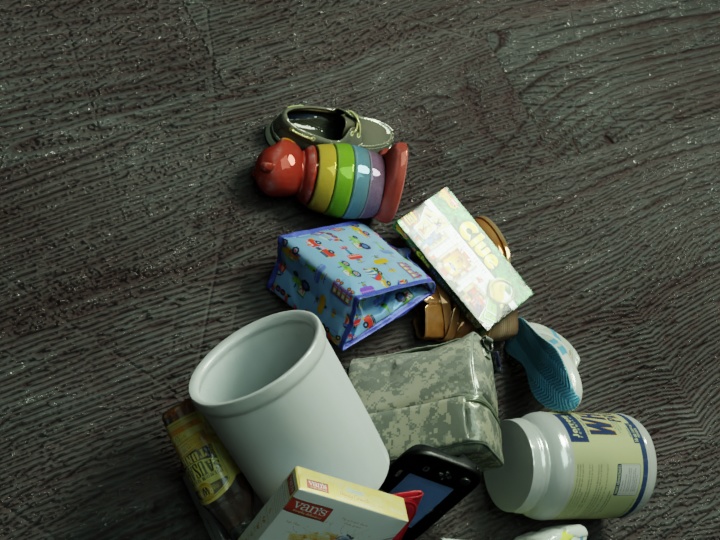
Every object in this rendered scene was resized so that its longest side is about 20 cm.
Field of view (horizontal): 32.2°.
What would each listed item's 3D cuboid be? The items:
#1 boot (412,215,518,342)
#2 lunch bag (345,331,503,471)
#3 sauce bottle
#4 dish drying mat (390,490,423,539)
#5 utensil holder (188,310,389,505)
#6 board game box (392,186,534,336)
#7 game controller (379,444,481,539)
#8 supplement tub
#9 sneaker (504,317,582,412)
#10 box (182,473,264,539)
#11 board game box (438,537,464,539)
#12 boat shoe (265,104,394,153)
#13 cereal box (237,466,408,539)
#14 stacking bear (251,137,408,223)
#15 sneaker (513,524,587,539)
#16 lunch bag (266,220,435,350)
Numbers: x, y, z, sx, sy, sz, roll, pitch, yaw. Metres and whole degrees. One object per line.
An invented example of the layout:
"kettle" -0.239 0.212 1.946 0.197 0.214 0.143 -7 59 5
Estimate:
"boot" 0.136 0.013 1.796 0.155 0.077 0.200 0 73 -24
"lunch bag" 0.081 0.174 1.596 0.139 0.200 0.168 45 36 -61
"sauce bottle" -0.165 0.245 1.466 0.066 0.066 0.200 -22 77 -34
"dish drying mat" 0.010 0.338 1.482 0.077 0.200 0.018 -1 39 -34
"utensil holder" -0.076 0.175 1.440 0.170 0.170 0.200 -48 120 -36
"board game box" 0.145 -0.015 1.758 0.105 0.023 0.200 -36 83 -31
"game controller" 0.062 0.277 1.538 0.104 0.200 0.042 16 47 -23
"supplement tub" 0.283 0.265 1.693 0.200 0.145 0.145 4 64 -27
"sneaker" 0.274 0.132 1.750 0.081 0.077 0.200 18 22 -21
"box" -0.106 0.309 1.528 0.156 0.041 0.200 -20 77 -33
"board game box" 0.190 0.413 1.539 0.200 0.064 0.148 6 64 -9
"boat shoe" -0.035 -0.201 1.809 0.202 0.060 0.072 1 66 -28
"cereal box" -0.059 0.310 1.400 0.144 0.200 0.040 20 34 -25
"stacking bear" -0.049 -0.133 1.743 0.200 0.121 0.114 8 87 -14
"sneaker" 0.218 0.405 1.636 0.200 0.076 0.105 -17 85 -17
"lunch bag" 0.000 0.000 1.693 0.151 0.094 0.200 39 40 26
